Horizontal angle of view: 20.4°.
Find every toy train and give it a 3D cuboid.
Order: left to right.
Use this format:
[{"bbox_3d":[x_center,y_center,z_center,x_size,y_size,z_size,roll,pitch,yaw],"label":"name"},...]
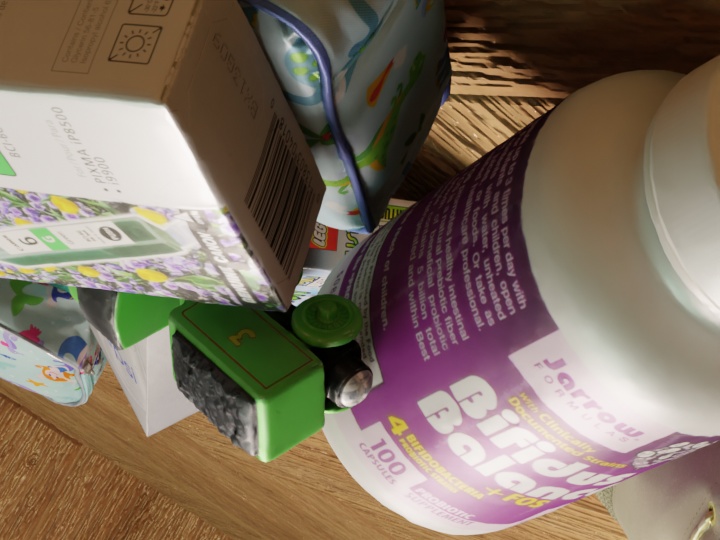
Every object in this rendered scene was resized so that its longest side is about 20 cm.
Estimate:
[{"bbox_3d":[-0.073,-0.007,0.658,0.200,0.056,0.042,38,145,35],"label":"toy train"}]

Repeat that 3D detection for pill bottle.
[{"bbox_3d":[0.075,0.007,0.617,0.112,0.113,0.200,33,146,-16],"label":"pill bottle"}]

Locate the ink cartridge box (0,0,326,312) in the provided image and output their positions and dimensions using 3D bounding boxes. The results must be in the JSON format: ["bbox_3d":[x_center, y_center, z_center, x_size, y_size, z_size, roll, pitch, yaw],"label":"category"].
[{"bbox_3d":[-0.120,-0.044,0.592,0.198,0.051,0.109,6,151,21],"label":"ink cartridge box"}]

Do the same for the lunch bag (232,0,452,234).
[{"bbox_3d":[-0.052,-0.097,0.647,0.160,0.083,0.200,26,168,13],"label":"lunch bag"}]

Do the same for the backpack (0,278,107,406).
[{"bbox_3d":[-0.178,-0.016,1.111,0.176,0.152,0.200,26,172,8],"label":"backpack"}]

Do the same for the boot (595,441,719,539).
[{"bbox_3d":[0.148,0.040,0.658,0.072,0.201,0.155,22,-155,-21],"label":"boot"}]

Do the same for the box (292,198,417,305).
[{"bbox_3d":[0.000,0.000,0.918,0.109,0.035,0.200,7,172,-12],"label":"box"}]

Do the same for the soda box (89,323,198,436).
[{"bbox_3d":[-0.074,0.001,0.827,0.064,0.068,0.200,60,165,16],"label":"soda box"}]
